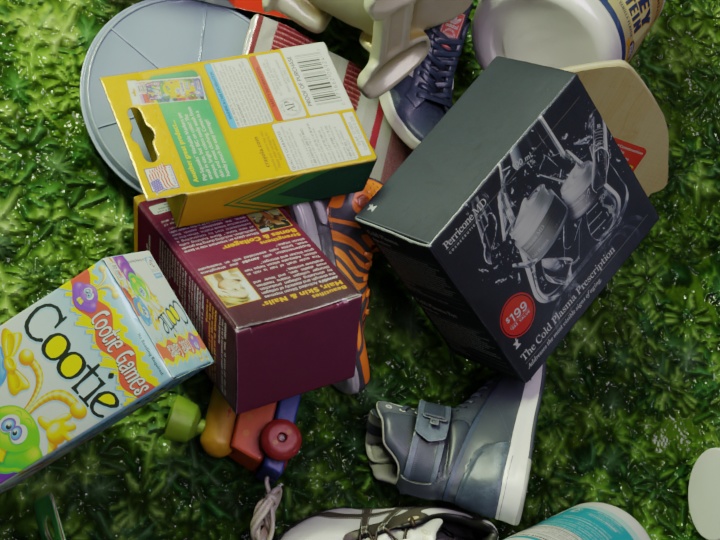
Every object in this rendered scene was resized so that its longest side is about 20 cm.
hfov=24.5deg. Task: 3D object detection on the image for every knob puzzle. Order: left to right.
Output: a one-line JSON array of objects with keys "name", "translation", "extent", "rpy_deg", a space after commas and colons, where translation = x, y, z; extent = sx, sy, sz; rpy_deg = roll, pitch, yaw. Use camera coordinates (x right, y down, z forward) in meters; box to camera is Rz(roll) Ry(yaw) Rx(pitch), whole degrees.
[{"name": "knob puzzle", "translation": [0.190, -0.115, 1.505], "extent": [0.219, 0.220, 0.031], "rpy_deg": [18, 38, -17]}]

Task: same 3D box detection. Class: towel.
[{"name": "towel", "translation": [-0.032, -0.123, 1.470], "extent": [0.200, 0.023, 0.145], "rpy_deg": [26, 65, -30]}]

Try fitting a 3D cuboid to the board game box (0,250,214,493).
[{"name": "board game box", "translation": [-0.230, 0.081, 1.251], "extent": [0.200, 0.105, 0.103], "rpy_deg": [-31, 87, 12]}]

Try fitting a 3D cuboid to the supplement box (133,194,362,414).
[{"name": "supplement box", "translation": [-0.095, 0.013, 1.336], "extent": [0.110, 0.086, 0.200], "rpy_deg": [-15, 40, -25]}]

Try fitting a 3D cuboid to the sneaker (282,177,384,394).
[{"name": "sneaker", "translation": [0.000, 0.000, 1.423], "extent": [0.112, 0.077, 0.201], "rpy_deg": [-20, 105, -27]}]

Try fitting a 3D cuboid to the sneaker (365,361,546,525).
[{"name": "sneaker", "translation": [0.083, 0.123, 1.440], "extent": [0.146, 0.077, 0.203], "rpy_deg": [10, 39, 7]}]

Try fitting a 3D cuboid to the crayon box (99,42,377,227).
[{"name": "crayon box", "translation": [-0.103, -0.110, 1.352], "extent": [0.199, 0.052, 0.126], "rpy_deg": [-12, 62, -24]}]

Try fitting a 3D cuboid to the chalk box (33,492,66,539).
[{"name": "chalk box", "translation": [-0.224, 0.270, 1.242], "extent": [0.123, 0.125, 0.201], "rpy_deg": [4, 74, -21]}]

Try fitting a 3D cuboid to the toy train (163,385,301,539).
[{"name": "toy train", "translation": [-0.110, 0.139, 1.358], "extent": [0.115, 0.085, 0.201], "rpy_deg": [16, 69, -6]}]

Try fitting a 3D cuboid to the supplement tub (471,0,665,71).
[{"name": "supplement tub", "translation": [0.203, -0.253, 1.549], "extent": [0.144, 0.144, 0.200], "rpy_deg": [42, 47, -6]}]

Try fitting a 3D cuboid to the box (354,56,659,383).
[{"name": "box", "translation": [0.128, -0.044, 1.409], "extent": [0.200, 0.104, 0.182], "rpy_deg": [-50, 127, -15]}]

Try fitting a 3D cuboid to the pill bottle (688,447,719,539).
[{"name": "pill bottle", "translation": [0.410, 0.212, 1.531], "extent": [0.199, 0.112, 0.113], "rpy_deg": [6, 72, -20]}]

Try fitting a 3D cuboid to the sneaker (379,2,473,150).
[{"name": "sneaker", "translation": [0.066, -0.202, 1.503], "extent": [0.075, 0.084, 0.201], "rpy_deg": [15, 57, -37]}]

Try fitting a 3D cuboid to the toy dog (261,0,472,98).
[{"name": "toy dog", "translation": [-0.004, -0.287, 1.443], "extent": [0.194, 0.140, 0.200], "rpy_deg": [-39, 66, -18]}]

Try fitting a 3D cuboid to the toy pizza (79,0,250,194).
[{"name": "toy pizza", "translation": [-0.149, -0.145, 1.450], "extent": [0.199, 0.032, 0.201], "rpy_deg": [7, 71, -20]}]

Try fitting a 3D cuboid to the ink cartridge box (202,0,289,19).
[{"name": "ink cartridge box", "translation": [-0.132, -0.316, 1.484], "extent": [0.199, 0.047, 0.161], "rpy_deg": [11, 59, -17]}]

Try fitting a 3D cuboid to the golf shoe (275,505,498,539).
[{"name": "golf shoe", "translation": [0.021, 0.227, 1.375], "extent": [0.199, 0.094, 0.078], "rpy_deg": [-8, 79, -23]}]

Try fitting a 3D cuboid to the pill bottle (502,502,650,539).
[{"name": "pill bottle", "translation": [0.157, 0.266, 1.370], "extent": [0.200, 0.111, 0.111], "rpy_deg": [-12, 78, -53]}]
